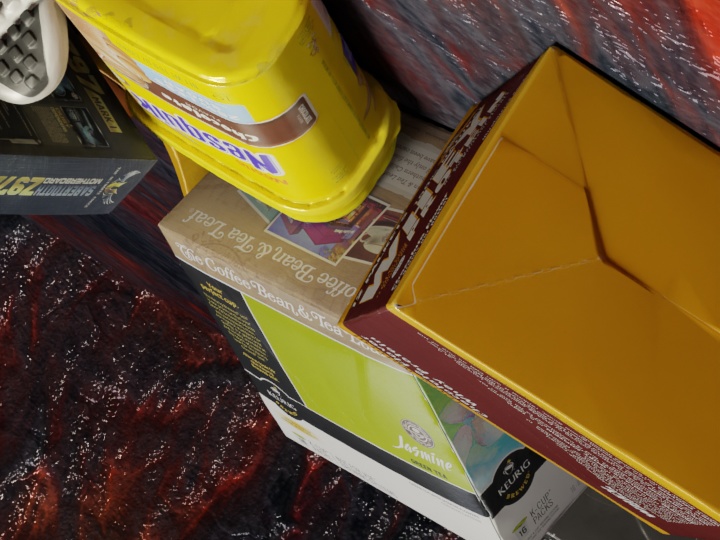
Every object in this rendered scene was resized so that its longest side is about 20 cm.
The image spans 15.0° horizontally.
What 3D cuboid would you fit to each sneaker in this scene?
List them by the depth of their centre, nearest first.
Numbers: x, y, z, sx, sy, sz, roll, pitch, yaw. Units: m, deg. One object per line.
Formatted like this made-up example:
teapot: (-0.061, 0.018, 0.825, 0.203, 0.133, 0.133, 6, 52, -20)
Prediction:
sneaker: (-0.186, -0.164, 1.400, 0.081, 0.075, 0.200, 26, -148, -53)

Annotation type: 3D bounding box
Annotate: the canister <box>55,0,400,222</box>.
canister: (-0.070, -0.111, 1.369, 0.148, 0.087, 0.200, 31, 172, 19)

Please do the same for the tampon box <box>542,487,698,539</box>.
tampon box: (0.204, 0.172, 1.996, 0.150, 0.127, 0.200, 31, 173, 3)

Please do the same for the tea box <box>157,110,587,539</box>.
tea box: (0.027, 0.025, 1.514, 0.200, 0.134, 0.197, 26, 156, 41)

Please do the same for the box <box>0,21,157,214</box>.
box: (-0.214, -0.119, 1.427, 0.157, 0.051, 0.200, -3, -126, -56)

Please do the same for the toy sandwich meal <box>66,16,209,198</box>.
toy sandwich meal: (-0.136, -0.112, 1.576, 0.205, 0.070, 0.205, 45, 178, 2)

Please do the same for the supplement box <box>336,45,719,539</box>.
supplement box: (0.115, 0.017, 1.248, 0.197, 0.133, 0.200, 32, 173, -4)
